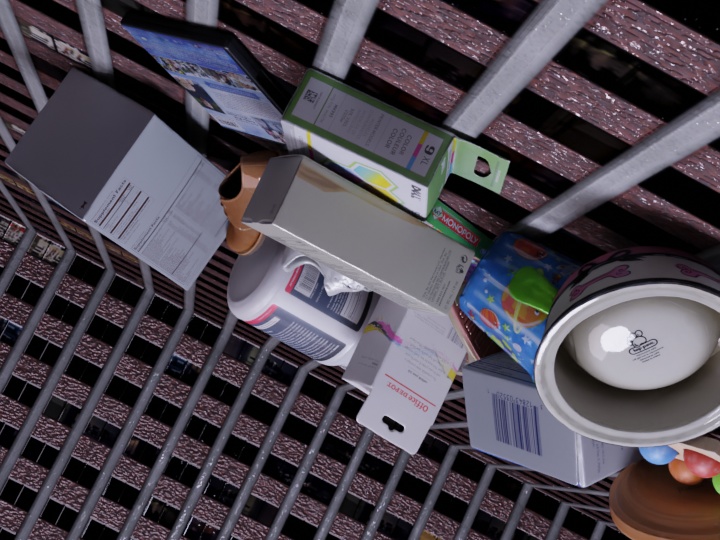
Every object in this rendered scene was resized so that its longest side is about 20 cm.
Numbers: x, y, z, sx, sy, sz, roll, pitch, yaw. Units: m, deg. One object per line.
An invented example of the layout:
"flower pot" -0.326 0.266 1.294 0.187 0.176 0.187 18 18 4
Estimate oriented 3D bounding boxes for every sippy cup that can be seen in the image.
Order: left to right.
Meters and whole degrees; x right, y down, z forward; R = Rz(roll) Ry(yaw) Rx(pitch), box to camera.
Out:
"sippy cup" 0.175 0.032 1.158 0.130 0.140 0.179 34 142 13

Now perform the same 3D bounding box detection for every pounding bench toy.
"pounding bench toy" 0.376 0.151 1.135 0.199 0.157 0.124 34 166 -34

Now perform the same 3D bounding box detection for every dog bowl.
"dog bowl" 0.253 0.064 1.015 0.198 0.074 0.202 3 130 4

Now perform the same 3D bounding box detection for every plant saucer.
"plant saucer" 0.355 0.224 1.175 0.200 0.199 0.033 9 119 55

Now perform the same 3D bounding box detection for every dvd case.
"dvd case" -0.132 -0.184 1.135 0.142 0.018 0.200 19 165 32

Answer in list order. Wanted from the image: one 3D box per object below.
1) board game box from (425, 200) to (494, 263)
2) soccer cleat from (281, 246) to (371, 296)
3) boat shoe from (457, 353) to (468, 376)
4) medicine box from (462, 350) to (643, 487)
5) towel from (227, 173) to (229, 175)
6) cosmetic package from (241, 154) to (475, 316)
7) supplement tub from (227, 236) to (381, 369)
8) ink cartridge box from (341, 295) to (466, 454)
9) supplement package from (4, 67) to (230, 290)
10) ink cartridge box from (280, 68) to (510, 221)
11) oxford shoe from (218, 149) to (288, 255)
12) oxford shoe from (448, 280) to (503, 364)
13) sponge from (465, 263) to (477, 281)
"board game box" 0.043 -0.056 1.282 0.134 0.029 0.199 34 166 -29
"soccer cleat" 0.000 0.000 1.336 0.198 0.086 0.069 24 168 14
"boat shoe" 0.159 0.094 1.465 0.198 0.075 0.073 7 151 34
"medicine box" 0.248 0.143 1.277 0.199 0.104 0.181 -15 -166 -33
"towel" -0.082 -0.071 1.478 0.199 0.035 0.132 31 168 -19
"cosmetic package" -0.003 -0.033 1.085 0.199 0.072 0.105 28 173 -23
"supplement tub" -0.058 0.035 1.463 0.199 0.141 0.140 31 167 -27
"ink cartridge box" 0.057 0.108 1.392 0.116 0.201 0.067 35 166 -34
"supplement package" -0.281 -0.111 1.391 0.191 0.148 0.200 31 174 38
"ink cartridge box" 0.030 -0.101 1.035 0.198 0.060 0.104 25 168 7
"oxford shoe" -0.136 -0.082 1.329 0.071 0.072 0.200 1 151 -19
"oxford shoe" 0.146 0.097 1.361 0.073 0.071 0.201 -3 126 50
"sponge" 0.144 0.029 1.426 0.111 0.030 0.200 24 168 12
